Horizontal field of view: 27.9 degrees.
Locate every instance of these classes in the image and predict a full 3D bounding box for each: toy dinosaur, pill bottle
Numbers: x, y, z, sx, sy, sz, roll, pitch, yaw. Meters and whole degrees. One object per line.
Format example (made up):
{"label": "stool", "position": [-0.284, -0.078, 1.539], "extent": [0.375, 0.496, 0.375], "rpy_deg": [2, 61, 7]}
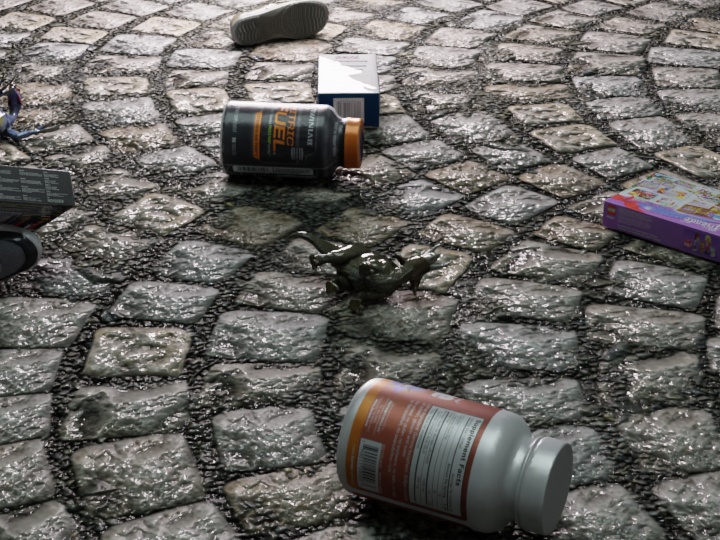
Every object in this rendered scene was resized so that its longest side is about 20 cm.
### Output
{"label": "toy dinosaur", "position": [-0.565, -0.237, 2.199], "extent": [0.198, 0.106, 0.181], "rpy_deg": [-18, 8, -8]}
{"label": "pill bottle", "position": [0.087, 0.173, 1.322], "extent": [0.198, 0.113, 0.112], "rpy_deg": [13, 28, 23]}
{"label": "toy dinosaur", "position": [0.000, 0.000, 1.747], "extent": [0.198, 0.078, 0.102], "rpy_deg": [11, 16, 32]}
{"label": "pill bottle", "position": [-0.095, -0.185, 2.065], "extent": [0.198, 0.107, 0.106], "rpy_deg": [3, 26, 6]}

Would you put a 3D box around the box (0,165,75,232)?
{"label": "box", "position": [-0.471, -0.078, 1.751], "extent": [0.199, 0.050, 0.157], "rpy_deg": [2, -19, -45]}

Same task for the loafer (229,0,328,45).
{"label": "loafer", "position": [-0.154, -0.468, 2.682], "extent": [0.198, 0.076, 0.070], "rpy_deg": [-12, 32, -23]}

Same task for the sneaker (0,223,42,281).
{"label": "sneaker", "position": [-0.477, 0.006, 1.712], "extent": [0.198, 0.076, 0.114], "rpy_deg": [-8, 27, -4]}

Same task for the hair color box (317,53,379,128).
{"label": "hair color box", "position": [-0.020, -0.290, 2.333], "extent": [0.099, 0.061, 0.200], "rpy_deg": [0, 26, -1]}

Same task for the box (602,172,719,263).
{"label": "box", "position": [0.438, -0.069, 1.906], "extent": [0.199, 0.039, 0.136], "rpy_deg": [21, 32, 36]}
